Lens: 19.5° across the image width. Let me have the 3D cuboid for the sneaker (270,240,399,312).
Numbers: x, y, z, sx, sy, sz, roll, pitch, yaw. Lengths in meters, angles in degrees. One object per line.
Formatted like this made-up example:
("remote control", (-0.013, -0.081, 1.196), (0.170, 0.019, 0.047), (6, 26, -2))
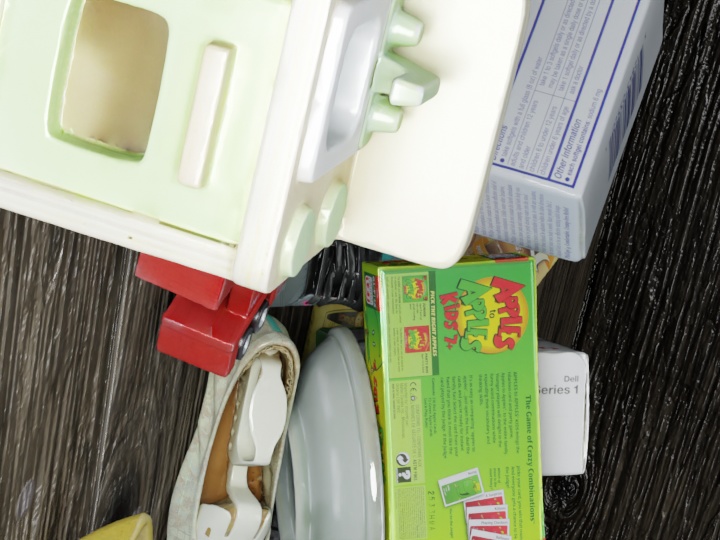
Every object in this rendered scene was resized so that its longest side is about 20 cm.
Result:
("sneaker", (0.000, 0.000, 1.373), (0.200, 0.120, 0.084), (-35, 141, -72))

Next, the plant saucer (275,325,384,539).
("plant saucer", (-0.026, 0.138, 1.356), (0.200, 0.050, 0.202), (177, -90, -81))

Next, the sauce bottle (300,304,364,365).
("sauce bottle", (-0.006, 0.032, 1.545), (0.066, 0.066, 0.201), (-48, 151, -65))

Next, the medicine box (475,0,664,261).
("medicine box", (0.076, -0.129, 1.352), (0.103, 0.199, 0.183), (76, 33, -65))

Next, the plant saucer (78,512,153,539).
("plant saucer", (-0.169, 0.251, 1.113), (0.201, 0.048, 0.200), (94, 18, -48))

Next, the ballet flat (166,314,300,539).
("ballet flat", (-0.079, 0.127, 1.310), (0.062, 0.067, 0.201), (-153, -111, -63))

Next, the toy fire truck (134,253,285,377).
("toy fire truck", (-0.068, -0.021, 1.163), (0.200, 0.048, 0.142), (-60, 170, -47))

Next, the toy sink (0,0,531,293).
("toy sink", (-0.049, -0.074, 0.830), (0.112, 0.199, 0.131), (-43, 149, -69))

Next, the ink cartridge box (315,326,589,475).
("ink cartridge box", (0.058, 0.086, 1.429), (0.200, 0.145, 0.085), (-160, -110, -78))

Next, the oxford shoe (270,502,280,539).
("oxford shoe", (-0.074, 0.225, 1.476), (0.084, 0.072, 0.201), (50, 58, -79))

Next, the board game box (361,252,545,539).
("board game box", (0.058, 0.093, 1.303), (0.048, 0.101, 0.201), (-162, -111, -76))

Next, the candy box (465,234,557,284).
("candy box", (0.103, -0.040, 1.656), (0.116, 0.055, 0.200), (64, 19, -6))
